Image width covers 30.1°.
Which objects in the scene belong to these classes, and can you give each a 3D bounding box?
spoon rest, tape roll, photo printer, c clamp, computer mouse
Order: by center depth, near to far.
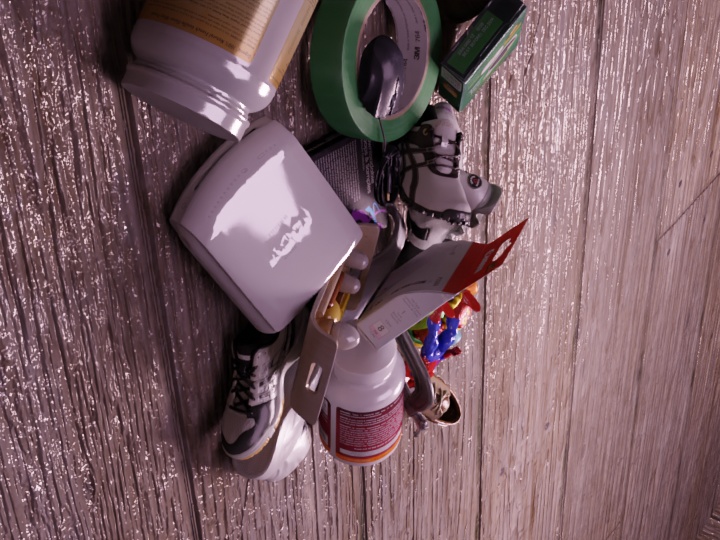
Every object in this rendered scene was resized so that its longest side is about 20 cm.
[{"bbox_3d":[-0.102,-0.053,1.433,0.166,0.069,0.200,-48,132,-15],"label":"photo printer"},{"bbox_3d":[0.031,-0.165,1.509,0.059,0.034,0.201,-35,129,-45],"label":"computer mouse"},{"bbox_3d":[0.021,-0.250,1.536,0.200,0.048,0.201,-22,118,-51],"label":"tape roll"},{"bbox_3d":[0.000,0.000,1.692,0.201,0.060,0.099,-61,150,-13],"label":"spoon rest"},{"bbox_3d":[0.046,0.120,1.760,0.027,0.201,0.171,-22,172,-16],"label":"c clamp"}]

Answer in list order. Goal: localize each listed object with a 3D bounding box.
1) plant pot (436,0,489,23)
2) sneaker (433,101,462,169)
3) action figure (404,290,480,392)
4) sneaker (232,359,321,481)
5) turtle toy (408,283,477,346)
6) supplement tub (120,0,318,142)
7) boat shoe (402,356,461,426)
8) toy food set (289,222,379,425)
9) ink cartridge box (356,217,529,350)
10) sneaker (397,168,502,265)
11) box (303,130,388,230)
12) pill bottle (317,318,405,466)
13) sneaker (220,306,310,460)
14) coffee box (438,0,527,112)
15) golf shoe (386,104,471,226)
[{"bbox_3d":[0.159,-0.398,1.650,0.201,0.092,0.202,-36,137,-42],"label":"plant pot"},{"bbox_3d":[0.111,-0.137,1.766,0.200,0.074,0.100,85,15,-57],"label":"sneaker"},{"bbox_3d":[0.098,0.104,1.771,0.065,0.052,0.200,-17,153,-30],"label":"action figure"},{"bbox_3d":[-0.090,0.167,1.661,0.201,0.073,0.116,-64,162,-7],"label":"sneaker"},{"bbox_3d":[0.092,0.045,1.832,0.200,0.101,0.146,7,104,-60],"label":"turtle toy"},{"bbox_3d":[-0.125,-0.235,1.239,0.144,0.144,0.201,32,82,-60],"label":"supplement tub"},{"bbox_3d":[0.099,0.180,1.965,0.076,0.072,0.200,-64,151,-6],"label":"boat shoe"},{"bbox_3d":[-0.022,0.059,1.542,0.200,0.060,0.144,-68,175,-46],"label":"toy food set"},{"bbox_3d":[0.099,0.000,1.620,0.200,0.057,0.163,-40,-174,29],"label":"ink cartridge box"},{"bbox_3d":[0.090,-0.075,1.719,0.200,0.088,0.074,-42,-158,47],"label":"sneaker"},{"bbox_3d":[-0.040,-0.083,1.579,0.200,0.036,0.144,-31,127,-44],"label":"box"},{"bbox_3d":[0.001,0.155,1.714,0.113,0.113,0.200,-48,156,-31],"label":"pill bottle"},{"bbox_3d":[-0.128,0.117,1.561,0.088,0.075,0.201,38,67,-54],"label":"sneaker"},{"bbox_3d":[0.148,-0.270,1.665,0.123,0.044,0.200,-51,176,1],"label":"coffee box"},{"bbox_3d":[0.085,-0.128,1.574,0.077,0.200,0.095,10,118,-28],"label":"golf shoe"}]
